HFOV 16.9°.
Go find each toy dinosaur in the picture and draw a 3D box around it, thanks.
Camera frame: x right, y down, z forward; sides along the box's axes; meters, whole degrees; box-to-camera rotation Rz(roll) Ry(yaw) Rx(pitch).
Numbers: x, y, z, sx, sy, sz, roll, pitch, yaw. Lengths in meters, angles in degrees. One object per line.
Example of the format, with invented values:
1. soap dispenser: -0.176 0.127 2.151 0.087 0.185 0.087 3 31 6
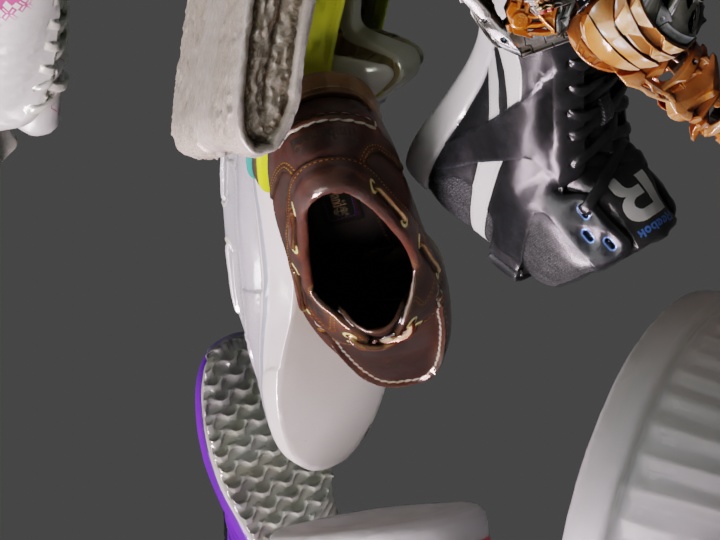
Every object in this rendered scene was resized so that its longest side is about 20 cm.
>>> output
1. toy dinosaur: 0.111 -0.118 0.907 0.200 0.136 0.102 44 -170 -33

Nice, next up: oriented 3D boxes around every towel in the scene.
1. towel: -0.044 -0.146 1.038 0.133 0.034 0.200 -175 93 -74

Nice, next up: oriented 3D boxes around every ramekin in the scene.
1. ramekin: 0.159 0.114 0.968 0.094 0.202 0.203 12 122 27

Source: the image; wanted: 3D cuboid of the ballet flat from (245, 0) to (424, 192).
1. ballet flat: 0.000 -0.118 1.066 0.067 0.067 0.200 21 112 18

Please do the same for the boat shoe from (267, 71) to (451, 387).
1. boat shoe: 0.000 0.000 1.094 0.200 0.070 0.070 66 -171 -51

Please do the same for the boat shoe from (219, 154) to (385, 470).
1. boat shoe: -0.036 0.000 1.191 0.068 0.072 0.200 27 134 52

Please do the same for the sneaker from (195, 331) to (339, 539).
1. sneaker: -0.049 0.132 1.281 0.099 0.069 0.200 -14 98 63

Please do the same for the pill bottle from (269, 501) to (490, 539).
1. pill bottle: 0.021 0.219 1.188 0.111 0.111 0.200 -9 89 48

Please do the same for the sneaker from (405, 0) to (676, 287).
1. sneaker: 0.100 -0.068 1.013 0.112 0.073 0.200 45 146 11

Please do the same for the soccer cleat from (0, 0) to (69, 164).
1. soccer cleat: -0.176 -0.122 1.268 0.086 0.070 0.200 43 142 -5
